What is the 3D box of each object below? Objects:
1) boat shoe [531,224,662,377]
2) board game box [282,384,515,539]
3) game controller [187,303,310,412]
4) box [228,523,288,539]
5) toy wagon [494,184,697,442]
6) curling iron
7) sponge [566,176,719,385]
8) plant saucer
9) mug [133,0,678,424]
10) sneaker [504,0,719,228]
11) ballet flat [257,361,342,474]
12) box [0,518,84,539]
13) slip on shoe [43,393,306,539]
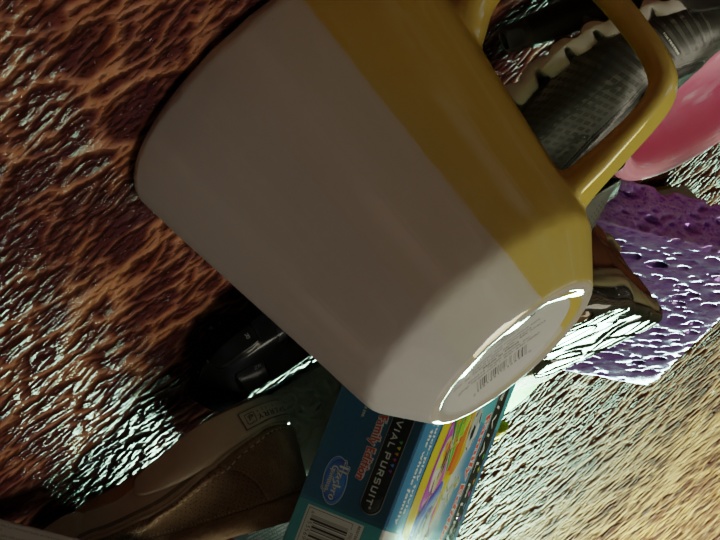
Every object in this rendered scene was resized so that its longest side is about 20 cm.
[{"bbox_3d":[0.104,0.003,1.514,0.075,0.074,0.200,-24,170,2],"label":"boat shoe"},{"bbox_3d":[0.022,0.093,1.476,0.200,0.047,0.152,33,78,-77],"label":"board game box"},{"bbox_3d":[0.000,0.000,1.464,0.200,0.042,0.104,-35,178,-17],"label":"game controller"},{"bbox_3d":[-0.124,0.189,1.604,0.200,0.040,0.137,-25,176,-43],"label":"box"},{"bbox_3d":[0.124,0.028,1.808,0.200,0.040,0.155,-47,163,26],"label":"toy wagon"},{"bbox_3d":[0.148,-0.147,1.388,0.199,0.050,0.026,-30,162,-15],"label":"curling iron"},{"bbox_3d":[0.140,0.008,1.633,0.111,0.030,0.200,12,156,-11],"label":"sponge"},{"bbox_3d":[0.189,-0.129,1.508,0.200,0.051,0.201,-36,165,-12],"label":"plant saucer"},{"bbox_3d":[0.023,-0.035,1.189,0.187,0.153,0.149,-49,161,29],"label":"mug"},{"bbox_3d":[0.092,-0.051,1.359,0.199,0.091,0.066,-30,165,2],"label":"sneaker"},{"bbox_3d":[0.007,0.067,1.595,0.200,0.072,0.072,-32,163,-25],"label":"ballet flat"},{"bbox_3d":[-0.096,0.165,1.444,0.199,0.042,0.039,16,143,-22],"label":"box"},{"bbox_3d":[-0.099,0.131,1.480,0.200,0.061,0.076,-35,170,32],"label":"slip on shoe"}]
